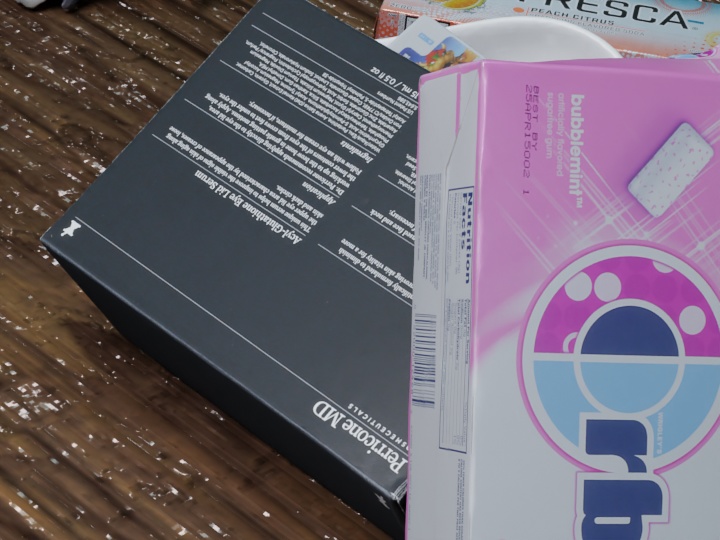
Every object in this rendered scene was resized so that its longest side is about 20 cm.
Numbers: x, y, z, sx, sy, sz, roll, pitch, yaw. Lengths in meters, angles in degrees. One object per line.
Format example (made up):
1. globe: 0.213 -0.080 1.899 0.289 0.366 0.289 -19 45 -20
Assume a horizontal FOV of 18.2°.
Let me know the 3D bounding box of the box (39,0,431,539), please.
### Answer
1. box: 0.000 0.000 0.841 0.200 0.079 0.141 34 74 36

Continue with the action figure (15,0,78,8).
1. action figure: -0.142 -0.200 1.137 0.102 0.200 0.119 -21 53 26

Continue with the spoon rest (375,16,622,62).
1. spoon rest: 0.028 -0.072 1.005 0.199 0.100 0.061 11 -6 17

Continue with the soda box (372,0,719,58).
1. soda box: 0.107 -0.094 1.061 0.199 0.064 0.068 11 34 8

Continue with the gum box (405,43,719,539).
1. gum box: 0.079 0.025 0.727 0.113 0.201 0.066 2 0 -17

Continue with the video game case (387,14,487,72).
1. video game case: 0.034 -0.011 0.902 0.143 0.018 0.200 -43 48 -6
